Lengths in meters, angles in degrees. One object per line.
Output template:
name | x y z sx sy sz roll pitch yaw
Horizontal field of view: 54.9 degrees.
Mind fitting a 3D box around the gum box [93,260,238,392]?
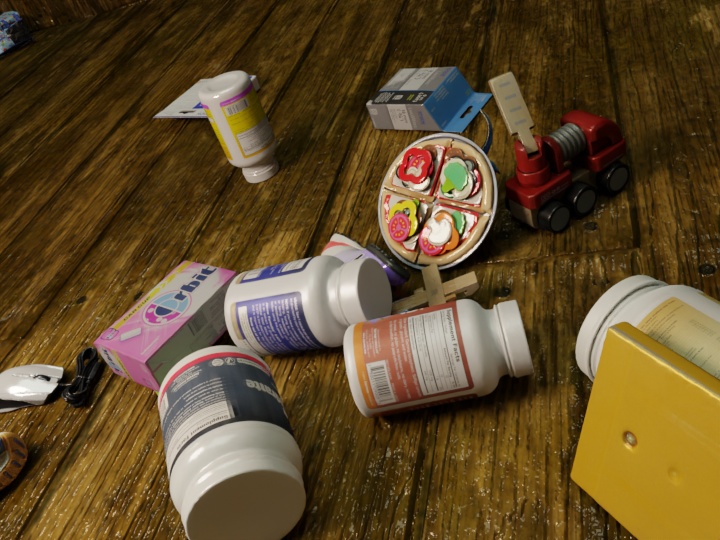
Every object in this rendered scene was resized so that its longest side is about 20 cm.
gum box | -0.262 0.071 0.995 0.113 0.066 0.200 12 46 34

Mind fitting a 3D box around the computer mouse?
computer mouse | -0.490 0.170 1.046 0.199 0.044 0.110 -12 39 13

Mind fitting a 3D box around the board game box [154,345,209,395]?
board game box | -0.251 0.139 0.980 0.095 0.030 0.200 -35 41 -19

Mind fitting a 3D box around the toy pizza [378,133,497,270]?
toy pizza | 0.102 -0.100 0.997 0.199 0.032 0.201 -5 81 36

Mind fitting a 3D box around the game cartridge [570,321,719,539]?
game cartridge | 0.269 0.165 0.572 0.032 0.177 0.200 -12 31 -28

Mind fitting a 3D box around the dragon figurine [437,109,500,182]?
dragon figurine | 0.154 -0.132 1.024 0.059 0.201 0.099 30 27 29

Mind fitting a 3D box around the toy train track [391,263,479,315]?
toy train track | 0.065 0.055 0.927 0.199 0.033 0.115 -21 36 13

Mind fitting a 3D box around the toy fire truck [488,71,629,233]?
toy fire truck | 0.271 -0.185 0.980 0.176 0.201 0.129 -32 38 -14

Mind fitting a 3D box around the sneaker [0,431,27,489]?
sneaker | -0.526 0.296 0.896 0.088 0.076 0.200 -7 31 37

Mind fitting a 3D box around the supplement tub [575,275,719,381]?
supplement tub | 0.316 0.102 0.647 0.144 0.145 0.200 -31 37 -13

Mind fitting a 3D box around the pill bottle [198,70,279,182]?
pill bottle | -0.226 -0.272 1.335 0.104 0.201 0.104 -13 37 10

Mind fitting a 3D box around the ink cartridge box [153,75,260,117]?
ink cartridge box | -0.380 -0.417 1.728 0.197 0.047 0.200 7 47 31

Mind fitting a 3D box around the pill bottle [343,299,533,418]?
pill bottle | 0.089 0.096 0.793 0.199 0.113 0.112 -13 37 10

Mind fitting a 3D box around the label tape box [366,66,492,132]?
label tape box | 0.134 -0.335 1.351 0.199 0.063 0.144 10 47 36

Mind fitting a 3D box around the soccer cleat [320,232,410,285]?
soccer cleat | 0.000 0.000 0.988 0.073 0.068 0.200 -54 32 -7

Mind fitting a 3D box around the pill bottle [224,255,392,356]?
pill bottle | -0.066 0.044 0.907 0.199 0.120 0.120 -10 37 30

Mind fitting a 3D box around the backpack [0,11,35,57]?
backpack | -1.516 -0.988 2.930 0.182 0.135 0.200 22 57 44

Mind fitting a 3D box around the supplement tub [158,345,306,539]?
supplement tub | -0.144 0.192 0.766 0.140 0.141 0.200 -26 37 -6
